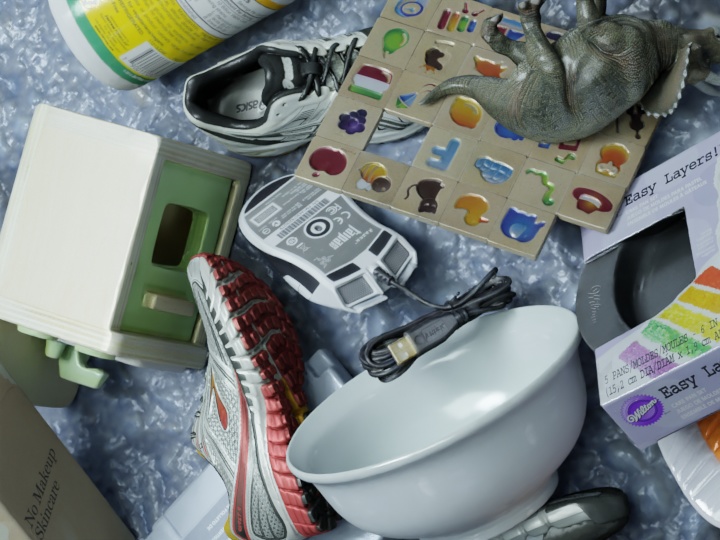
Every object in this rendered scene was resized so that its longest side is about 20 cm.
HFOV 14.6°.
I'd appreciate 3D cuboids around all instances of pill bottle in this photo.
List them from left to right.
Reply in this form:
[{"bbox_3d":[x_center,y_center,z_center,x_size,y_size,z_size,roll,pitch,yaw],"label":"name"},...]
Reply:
[{"bbox_3d":[-0.103,-0.212,1.878,0.199,0.113,0.113,-27,73,22],"label":"pill bottle"}]

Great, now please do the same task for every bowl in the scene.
[{"bbox_3d":[0.062,0.109,1.726,0.200,0.201,0.091,-21,106,23],"label":"bowl"}]

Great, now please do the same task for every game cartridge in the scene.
[{"bbox_3d":[-0.049,0.168,1.849,0.200,0.040,0.134,-47,63,15],"label":"game cartridge"}]

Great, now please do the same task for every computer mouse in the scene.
[{"bbox_3d":[0.000,0.000,1.824,0.109,0.044,0.200,-37,48,-19],"label":"computer mouse"}]

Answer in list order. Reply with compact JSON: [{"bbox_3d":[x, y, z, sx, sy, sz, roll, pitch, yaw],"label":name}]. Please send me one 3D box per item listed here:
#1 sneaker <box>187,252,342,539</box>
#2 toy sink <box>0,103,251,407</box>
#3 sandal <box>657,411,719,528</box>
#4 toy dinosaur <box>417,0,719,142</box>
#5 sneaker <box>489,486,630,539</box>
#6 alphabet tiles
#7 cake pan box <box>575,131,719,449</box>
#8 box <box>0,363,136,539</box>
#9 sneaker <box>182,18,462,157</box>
[{"bbox_3d":[-0.081,0.083,1.813,0.082,0.078,0.201,-23,74,24],"label":"sneaker"},{"bbox_3d":[-0.166,0.005,1.875,0.111,0.130,0.201,16,91,27],"label":"toy sink"},{"bbox_3d":[0.213,0.079,1.718,0.079,0.059,0.207,-36,48,9],"label":"sandal"},{"bbox_3d":[0.131,-0.122,1.730,0.199,0.077,0.103,-21,91,8],"label":"toy dinosaur"},{"bbox_3d":[0.096,0.214,1.757,0.199,0.075,0.116,-23,83,28],"label":"sneaker"},{"bbox_3d":[0.082,-0.093,1.768,0.199,0.008,0.168,19,61,16],"label":"alphabet tiles"},{"bbox_3d":[0.222,-0.006,1.669,0.199,0.052,0.185,-29,34,23],"label":"cake pan box"},{"bbox_3d":[-0.235,0.156,1.847,0.077,0.200,0.095,-14,40,24],"label":"box"},{"bbox_3d":[-0.024,-0.120,1.841,0.199,0.088,0.076,-16,75,23],"label":"sneaker"}]
